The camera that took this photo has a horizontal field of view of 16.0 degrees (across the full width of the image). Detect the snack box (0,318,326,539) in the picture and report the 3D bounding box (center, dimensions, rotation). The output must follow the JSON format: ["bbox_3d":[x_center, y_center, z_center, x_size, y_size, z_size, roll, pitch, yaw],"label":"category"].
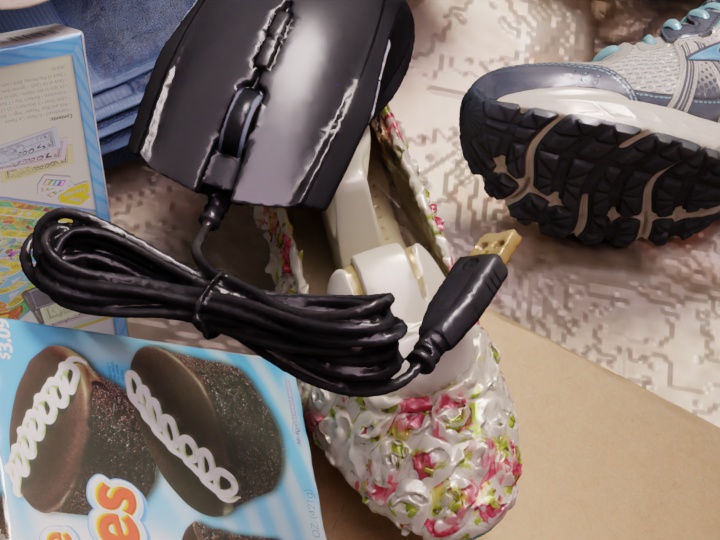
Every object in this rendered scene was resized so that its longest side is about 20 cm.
[{"bbox_3d":[-0.059,0.114,0.763,0.116,0.037,0.201,10,54,-34],"label":"snack box"}]

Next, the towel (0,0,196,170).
[{"bbox_3d":[-0.133,-0.077,0.901,0.199,0.049,0.112,-25,71,-23],"label":"towel"}]

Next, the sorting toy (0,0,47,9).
[{"bbox_3d":[-0.127,-0.159,0.860,0.200,0.107,0.180,-43,50,-14],"label":"sorting toy"}]

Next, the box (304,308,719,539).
[{"bbox_3d":[0.038,0.108,0.854,0.163,0.021,0.201,27,55,0],"label":"box"}]

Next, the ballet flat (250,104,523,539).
[{"bbox_3d":[0.000,0.000,0.855,0.075,0.064,0.201,-16,50,-10],"label":"ballet flat"}]

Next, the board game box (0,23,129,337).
[{"bbox_3d":[-0.177,0.005,0.816,0.199,0.034,0.135,-12,104,-19],"label":"board game box"}]

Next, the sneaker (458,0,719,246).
[{"bbox_3d":[0.125,-0.061,0.945,0.199,0.078,0.087,4,60,-22],"label":"sneaker"}]

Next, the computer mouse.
[{"bbox_3d":[-0.007,-0.046,0.818,0.140,0.046,0.200,20,44,12],"label":"computer mouse"}]
